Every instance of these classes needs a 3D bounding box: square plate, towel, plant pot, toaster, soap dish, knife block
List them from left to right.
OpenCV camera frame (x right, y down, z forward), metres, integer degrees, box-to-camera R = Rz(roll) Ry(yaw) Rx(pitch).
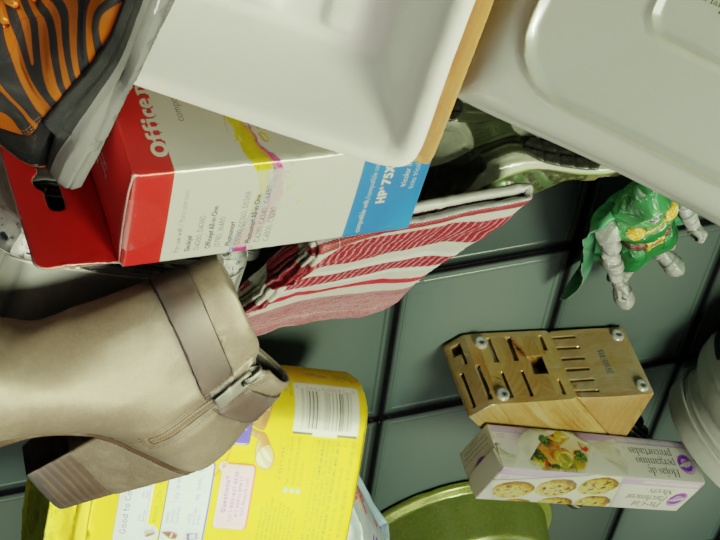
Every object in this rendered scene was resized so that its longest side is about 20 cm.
[{"bbox_3d":[-0.156,-0.003,0.853,0.198,0.114,0.130,6,132,-28],"label":"toaster"},{"bbox_3d":[-0.039,-0.143,0.702,0.198,0.082,0.158,17,135,-2],"label":"soap dish"},{"bbox_3d":[0.000,0.000,0.922,0.143,0.023,0.200,-13,168,-26],"label":"towel"},{"bbox_3d":[0.098,0.307,1.293,0.198,0.191,0.201,-13,142,-10],"label":"plant pot"},{"bbox_3d":[0.138,0.122,1.185,0.198,0.064,0.176,-2,139,-23],"label":"knife block"},{"bbox_3d":[0.160,-0.121,0.681,0.199,0.028,0.199,27,114,8],"label":"square plate"}]

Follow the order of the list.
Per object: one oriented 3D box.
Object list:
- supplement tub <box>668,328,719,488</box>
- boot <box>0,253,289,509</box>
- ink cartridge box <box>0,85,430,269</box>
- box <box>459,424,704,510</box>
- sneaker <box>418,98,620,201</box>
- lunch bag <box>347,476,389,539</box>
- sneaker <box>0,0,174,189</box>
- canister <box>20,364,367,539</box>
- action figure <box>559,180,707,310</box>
[{"bbox_3d":[0.340,0.072,1.153,0.140,0.141,0.200,16,131,-39],"label":"supplement tub"},{"bbox_3d":[-0.130,0.038,0.784,0.146,0.070,0.200,-32,136,2],"label":"boot"},{"bbox_3d":[-0.076,-0.073,0.787,0.198,0.117,0.068,-8,143,-23],"label":"ink cartridge box"},{"bbox_3d":[0.164,0.145,1.139,0.199,0.039,0.041,9,136,-34],"label":"box"},{"bbox_3d":[0.088,-0.069,0.933,0.198,0.078,0.089,-8,160,-10],"label":"sneaker"},{"bbox_3d":[-0.072,0.205,1.143,0.168,0.128,0.201,-24,131,3],"label":"lunch bag"},{"bbox_3d":[-0.136,-0.118,0.642,0.111,0.078,0.200,26,135,-11],"label":"sneaker"},{"bbox_3d":[-0.105,0.125,0.999,0.198,0.086,0.150,8,97,-21],"label":"canister"},{"bbox_3d":[0.177,-0.023,0.980,0.118,0.055,0.200,-35,164,1],"label":"action figure"}]
